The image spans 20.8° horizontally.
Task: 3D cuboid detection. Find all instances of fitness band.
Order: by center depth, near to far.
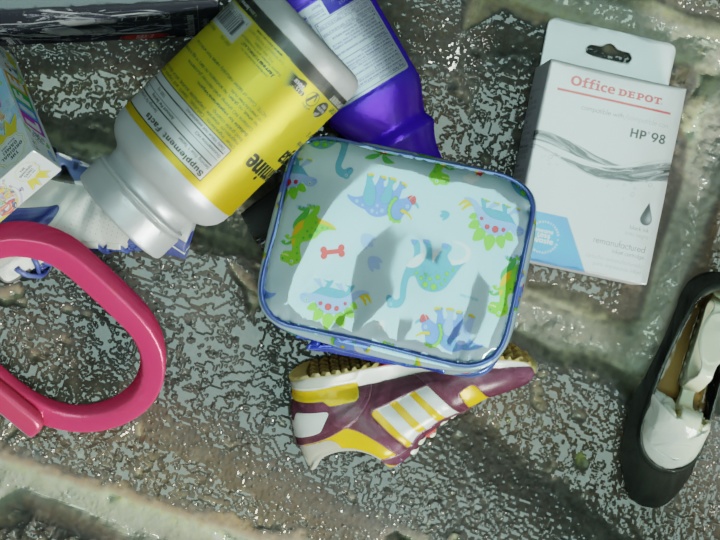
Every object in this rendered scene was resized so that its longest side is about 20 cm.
[{"bbox_3d":[-0.241,0.049,1.515,0.143,0.038,0.200,-38,118,14],"label":"fitness band"}]

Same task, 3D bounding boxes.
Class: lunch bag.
[{"bbox_3d":[0.026,-0.008,1.481,0.199,0.082,0.162,12,84,5],"label":"lunch bag"}]

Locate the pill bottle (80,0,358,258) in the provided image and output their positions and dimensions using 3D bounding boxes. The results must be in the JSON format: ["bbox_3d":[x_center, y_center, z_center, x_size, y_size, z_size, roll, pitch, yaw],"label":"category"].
[{"bbox_3d":[-0.107,-0.108,1.443,0.200,0.112,0.112,-44,94,4],"label":"pill bottle"}]

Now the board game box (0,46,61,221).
[{"bbox_3d":[-0.326,-0.065,1.484,0.200,0.034,0.135,-39,51,12],"label":"board game box"}]

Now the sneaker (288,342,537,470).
[{"bbox_3d":[0.044,0.108,1.568,0.198,0.075,0.091,-6,102,0],"label":"sneaker"}]

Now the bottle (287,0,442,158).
[{"bbox_3d":[0.005,-0.146,1.557,0.083,0.065,0.201,-31,93,-3],"label":"bottle"}]

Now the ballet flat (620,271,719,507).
[{"bbox_3d":[0.259,0.096,1.581,0.068,0.068,0.201,16,90,-5],"label":"ballet flat"}]

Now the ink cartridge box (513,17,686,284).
[{"bbox_3d":[0.188,-0.098,1.572,0.115,0.067,0.202,11,90,-4],"label":"ink cartridge box"}]

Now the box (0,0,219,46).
[{"bbox_3d":[-0.197,-0.233,1.473,0.181,0.200,0.105,-3,90,-3],"label":"box"}]

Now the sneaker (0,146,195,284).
[{"bbox_3d":[-0.232,-0.033,1.540,0.198,0.081,0.116,22,93,2],"label":"sneaker"}]

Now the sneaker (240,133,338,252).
[{"bbox_3d":[0.000,0.000,1.562,0.106,0.075,0.200,-39,85,2],"label":"sneaker"}]
